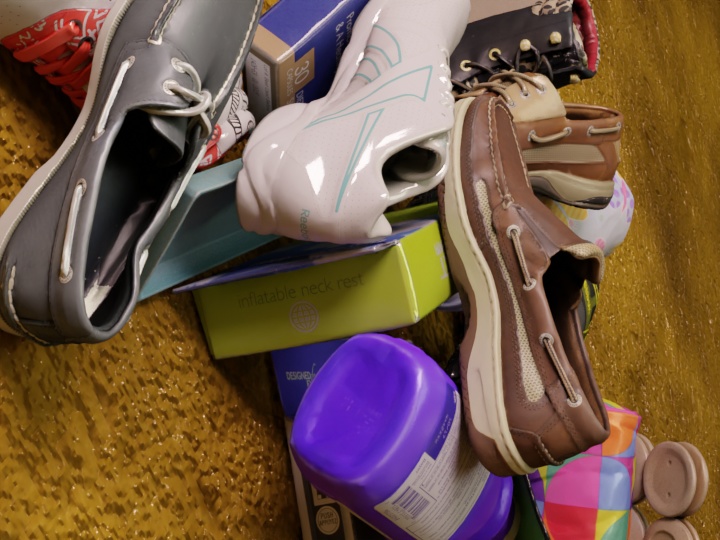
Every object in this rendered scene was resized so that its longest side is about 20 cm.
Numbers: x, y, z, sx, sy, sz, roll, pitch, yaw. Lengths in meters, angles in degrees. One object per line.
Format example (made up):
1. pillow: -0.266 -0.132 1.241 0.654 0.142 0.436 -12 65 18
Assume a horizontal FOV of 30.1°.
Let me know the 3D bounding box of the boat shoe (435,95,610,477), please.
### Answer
1. boat shoe: 0.089 0.000 0.681 0.075 0.074 0.204 27 52 -57

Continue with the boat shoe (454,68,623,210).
1. boat shoe: 0.092 -0.091 0.842 0.199 0.075 0.074 6 109 -43

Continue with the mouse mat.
1. mouse mat: 0.091 0.128 0.817 0.161 0.007 0.201 81 -7 -65

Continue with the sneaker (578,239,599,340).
1. sneaker: 0.121 0.027 0.855 0.200 0.074 0.085 91 22 -82

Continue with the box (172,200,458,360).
1. box: 0.000 0.000 0.728 0.200 0.121 0.048 -27 104 -64

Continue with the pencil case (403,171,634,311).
1. pencil case: 0.110 -0.030 0.951 0.199 0.090 0.084 -17 88 -45

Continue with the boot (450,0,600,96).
1. boot: 0.076 -0.126 0.913 0.074 0.153 0.204 65 28 -22

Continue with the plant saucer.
1. plant saucer: -0.051 -0.039 0.703 0.019 0.070 0.200 40 29 11

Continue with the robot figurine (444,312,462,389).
1. robot figurine: 0.115 0.075 1.004 0.145 0.058 0.201 51 35 -38

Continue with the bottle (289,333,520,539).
1. bottle: 0.034 0.104 0.703 0.084 0.065 0.200 -58 147 -10

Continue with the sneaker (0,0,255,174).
1. sneaker: -0.111 -0.094 0.609 0.201 0.067 0.109 -16 89 -68

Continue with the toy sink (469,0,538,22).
1. toy sink: 0.123 -0.256 1.109 0.112 0.129 0.202 -27 101 -65

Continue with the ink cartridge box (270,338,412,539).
1. ink cartridge box: 0.023 0.135 0.804 0.198 0.043 0.202 6 71 -63

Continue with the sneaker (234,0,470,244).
1. sneaker: 0.018 -0.078 0.675 0.201 0.080 0.071 -56 152 -37

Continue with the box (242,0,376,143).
1. box: 0.011 -0.146 0.751 0.200 0.032 0.121 -47 162 -23

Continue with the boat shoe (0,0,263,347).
1. boat shoe: -0.084 -0.056 0.562 0.073 0.061 0.201 46 66 -45

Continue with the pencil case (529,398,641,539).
1. pencil case: 0.138 0.184 0.902 0.088 0.088 0.202 15 82 -62

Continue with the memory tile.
1. memory tile: 0.178 0.212 0.933 0.017 0.153 0.202 8 89 -28
